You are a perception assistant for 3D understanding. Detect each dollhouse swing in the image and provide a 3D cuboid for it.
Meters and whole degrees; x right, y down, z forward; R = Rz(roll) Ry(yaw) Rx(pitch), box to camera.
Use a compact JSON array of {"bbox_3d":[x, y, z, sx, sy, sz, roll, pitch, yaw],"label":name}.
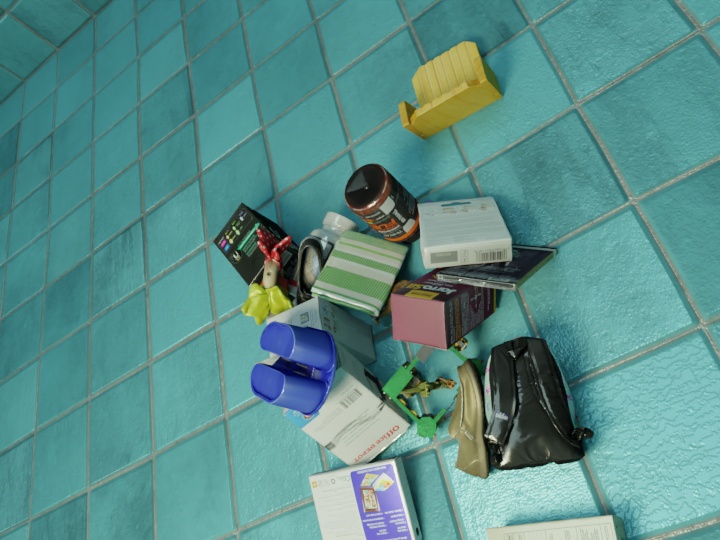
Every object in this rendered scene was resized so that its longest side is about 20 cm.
[{"bbox_3d":[0.179,-0.419,1.363,0.197,0.181,0.179,-23,78,25],"label":"dollhouse swing"}]

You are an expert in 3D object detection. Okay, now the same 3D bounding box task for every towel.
[{"bbox_3d":[0.000,0.000,1.266,0.149,0.024,0.201,16,44,11],"label":"towel"}]

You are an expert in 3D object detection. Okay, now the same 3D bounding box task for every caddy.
[{"bbox_3d":[-0.107,0.165,1.068,0.199,0.103,0.144,3,76,61],"label":"caddy"}]

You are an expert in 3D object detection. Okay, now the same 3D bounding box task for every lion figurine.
[{"bbox_3d":[0.050,0.039,1.301,0.122,0.073,0.200,-41,45,-4],"label":"lion figurine"}]

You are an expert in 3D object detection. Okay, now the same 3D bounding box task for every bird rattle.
[{"bbox_3d":[-0.189,0.023,1.307,0.110,0.164,0.204,-4,62,-5],"label":"bird rattle"}]

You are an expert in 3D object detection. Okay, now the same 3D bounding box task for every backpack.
[{"bbox_3d":[0.267,0.214,1.022,0.163,0.127,0.204,-7,66,0],"label":"backpack"}]

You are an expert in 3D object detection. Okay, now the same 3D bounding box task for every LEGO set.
[{"bbox_3d":[0.136,0.200,1.165,0.152,0.116,0.202,32,93,10],"label":"LEGO set"}]

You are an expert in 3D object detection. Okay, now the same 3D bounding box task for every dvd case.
[{"bbox_3d":[0.248,-0.011,1.123,0.146,0.199,0.016,7,113,36],"label":"dvd case"}]

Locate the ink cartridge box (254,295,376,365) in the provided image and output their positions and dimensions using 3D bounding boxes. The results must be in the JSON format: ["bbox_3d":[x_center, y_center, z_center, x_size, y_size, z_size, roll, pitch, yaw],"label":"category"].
[{"bbox_3d":[-0.093,0.149,1.265,0.173,0.199,0.085,-24,58,23],"label":"ink cartridge box"}]

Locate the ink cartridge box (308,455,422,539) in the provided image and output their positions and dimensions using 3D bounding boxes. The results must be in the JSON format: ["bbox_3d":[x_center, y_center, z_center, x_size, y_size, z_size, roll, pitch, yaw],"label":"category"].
[{"bbox_3d":[0.011,0.457,1.139,0.195,0.043,0.204,-19,78,28],"label":"ink cartridge box"}]

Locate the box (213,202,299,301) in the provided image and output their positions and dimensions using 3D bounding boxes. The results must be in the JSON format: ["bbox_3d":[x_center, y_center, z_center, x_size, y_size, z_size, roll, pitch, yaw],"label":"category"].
[{"bbox_3d":[-0.226,-0.039,1.478,0.125,0.148,0.200,-52,50,5],"label":"box"}]

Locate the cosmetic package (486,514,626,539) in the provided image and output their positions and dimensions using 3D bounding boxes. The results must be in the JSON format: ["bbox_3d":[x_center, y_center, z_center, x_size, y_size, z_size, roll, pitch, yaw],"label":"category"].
[{"bbox_3d":[0.298,0.434,0.943,0.197,0.071,0.107,-17,61,28],"label":"cosmetic package"}]

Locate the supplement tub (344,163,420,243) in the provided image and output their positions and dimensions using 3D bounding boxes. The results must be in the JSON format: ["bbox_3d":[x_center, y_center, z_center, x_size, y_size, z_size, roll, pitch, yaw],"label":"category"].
[{"bbox_3d":[0.059,-0.127,1.283,0.105,0.199,0.109,-15,60,29],"label":"supplement tub"}]

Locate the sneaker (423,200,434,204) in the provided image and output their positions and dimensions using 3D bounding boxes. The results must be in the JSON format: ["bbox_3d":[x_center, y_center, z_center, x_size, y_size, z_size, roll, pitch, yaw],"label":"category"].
[{"bbox_3d":[0.167,-0.056,1.251,0.080,0.083,0.202,-37,54,15],"label":"sneaker"}]

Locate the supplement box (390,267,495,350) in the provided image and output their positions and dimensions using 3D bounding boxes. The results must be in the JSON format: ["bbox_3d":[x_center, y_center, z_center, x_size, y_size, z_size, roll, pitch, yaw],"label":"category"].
[{"bbox_3d":[0.151,0.058,1.113,0.109,0.199,0.088,7,110,35],"label":"supplement box"}]

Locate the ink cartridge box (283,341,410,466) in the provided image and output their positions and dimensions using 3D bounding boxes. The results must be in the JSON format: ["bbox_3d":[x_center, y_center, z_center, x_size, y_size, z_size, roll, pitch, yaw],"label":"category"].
[{"bbox_3d":[-0.026,0.254,1.165,0.145,0.200,0.084,-41,26,12],"label":"ink cartridge box"}]

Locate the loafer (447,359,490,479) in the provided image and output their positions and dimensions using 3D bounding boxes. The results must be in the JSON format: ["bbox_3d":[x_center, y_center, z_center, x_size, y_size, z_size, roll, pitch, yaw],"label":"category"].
[{"bbox_3d":[0.180,0.254,1.061,0.066,0.076,0.205,-6,91,13],"label":"loafer"}]

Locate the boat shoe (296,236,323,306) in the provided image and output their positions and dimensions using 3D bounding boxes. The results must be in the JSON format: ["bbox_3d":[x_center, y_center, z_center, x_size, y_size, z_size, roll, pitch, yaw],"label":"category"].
[{"bbox_3d":[-0.100,0.034,1.284,0.068,0.066,0.205,4,105,2],"label":"boat shoe"}]

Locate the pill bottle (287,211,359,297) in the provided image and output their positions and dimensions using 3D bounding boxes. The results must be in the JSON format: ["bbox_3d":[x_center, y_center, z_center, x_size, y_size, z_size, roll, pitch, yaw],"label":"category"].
[{"bbox_3d":[-0.079,-0.022,1.391,0.109,0.110,0.203,19,81,39],"label":"pill bottle"}]

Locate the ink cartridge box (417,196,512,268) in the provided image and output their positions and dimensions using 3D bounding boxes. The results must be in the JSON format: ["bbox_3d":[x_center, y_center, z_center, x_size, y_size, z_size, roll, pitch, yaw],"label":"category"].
[{"bbox_3d":[0.190,-0.075,1.185,0.158,0.051,0.201,-5,27,4],"label":"ink cartridge box"}]
